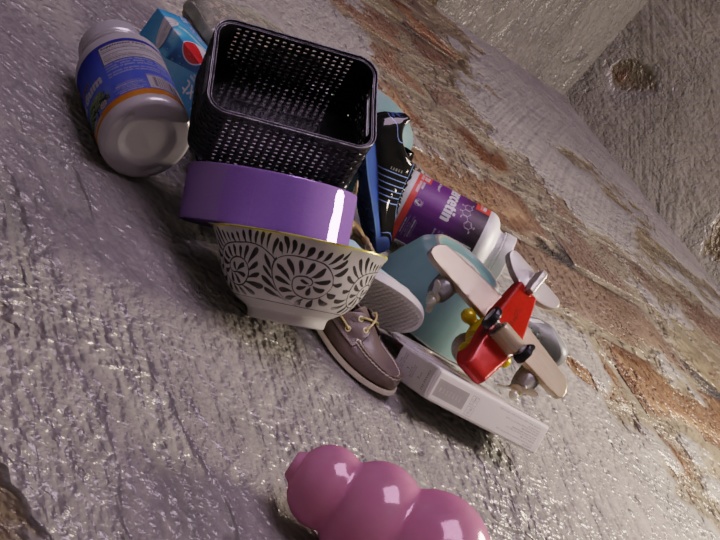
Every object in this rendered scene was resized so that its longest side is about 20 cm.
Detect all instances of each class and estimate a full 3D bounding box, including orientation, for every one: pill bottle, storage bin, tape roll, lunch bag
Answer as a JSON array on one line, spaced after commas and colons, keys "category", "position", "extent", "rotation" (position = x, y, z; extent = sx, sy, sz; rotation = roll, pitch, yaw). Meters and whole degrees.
[{"category": "pill bottle", "position": [0.135, -0.063, 1.842], "extent": [0.199, 0.113, 0.113], "rotation": [28, 21, 0]}, {"category": "pill bottle", "position": [-0.278, -0.213, 1.437], "extent": [0.112, 0.112, 0.201], "rotation": [23, 27, -41]}, {"category": "storage bin", "position": [-0.088, -0.187, 1.379], "extent": [0.198, 0.094, 0.136], "rotation": [13, 57, -16]}, {"category": "tape roll", "position": [-0.106, -0.072, 1.384], "extent": [0.198, 0.066, 0.200], "rotation": [12, -2, 0]}, {"category": "lunch bag", "position": [-0.180, -0.321, 1.830], "extent": [0.199, 0.118, 0.165], "rotation": [24, 27, -51]}]

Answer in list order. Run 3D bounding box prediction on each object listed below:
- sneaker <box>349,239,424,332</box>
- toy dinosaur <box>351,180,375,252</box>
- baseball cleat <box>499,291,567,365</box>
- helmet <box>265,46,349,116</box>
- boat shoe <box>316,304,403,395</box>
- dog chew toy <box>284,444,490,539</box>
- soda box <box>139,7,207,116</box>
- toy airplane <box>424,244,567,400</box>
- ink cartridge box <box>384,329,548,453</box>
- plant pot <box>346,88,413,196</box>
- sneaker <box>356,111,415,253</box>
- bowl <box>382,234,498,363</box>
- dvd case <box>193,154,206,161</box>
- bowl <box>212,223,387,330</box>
[{"category": "sneaker", "position": [0.000, 0.000, 1.522], "extent": [0.199, 0.074, 0.082], "rotation": [32, 41, -6]}, {"category": "toy dinosaur", "position": [-0.018, -0.051, 1.615], "extent": [0.200, 0.058, 0.102], "rotation": [117, -51, -80]}, {"category": "baseball cleat", "position": [0.223, 0.087, 1.843], "extent": [0.199, 0.070, 0.106], "rotation": [37, 24, 15]}, {"category": "helmet", "position": [-0.089, -0.173, 1.547], "extent": [0.190, 0.201, 0.200], "rotation": [30, 18, 12]}, {"category": "boat shoe", "position": [-0.015, 0.061, 1.442], "extent": [0.200, 0.060, 0.072], "rotation": [48, 21, 16]}, {"category": "dog chew toy", "position": [0.019, 0.231, 1.089], "extent": [0.199, 0.125, 0.125], "rotation": [35, 20, 3]}, {"category": "soda box", "position": [-0.239, -0.279, 1.704], "extent": [0.200, 0.068, 0.064], "rotation": [52, 23, 25]}, {"category": "toy airplane", "position": [0.174, 0.070, 1.564], "extent": [0.198, 0.141, 0.202], "rotation": [13, 50, -41]}, {"category": "ink cartridge box", "position": [0.119, 0.150, 1.538], "extent": [0.199, 0.045, 0.176], "rotation": [30, 1, -31]}, {"category": "plant pot", "position": [-0.040, -0.160, 1.708], "extent": [0.199, 0.200, 0.136], "rotation": [35, 57, -19]}, {"category": "sneaker", "position": [0.038, -0.118, 1.632], "extent": [0.077, 0.202, 0.070], "rotation": [-14, 31, -16]}, {"category": "bowl", "position": [0.117, 0.025, 1.682], "extent": [0.200, 0.105, 0.201], "rotation": [36, 19, -14]}, {"category": "dvd case", "position": [-0.152, -0.109, 1.589], "extent": [0.150, 0.025, 0.201], "rotation": [28, 25, -35]}, {"category": "bowl", "position": [-0.074, 0.013, 1.335], "extent": [0.198, 0.095, 0.201], "rotation": [10, -2, 0]}]
